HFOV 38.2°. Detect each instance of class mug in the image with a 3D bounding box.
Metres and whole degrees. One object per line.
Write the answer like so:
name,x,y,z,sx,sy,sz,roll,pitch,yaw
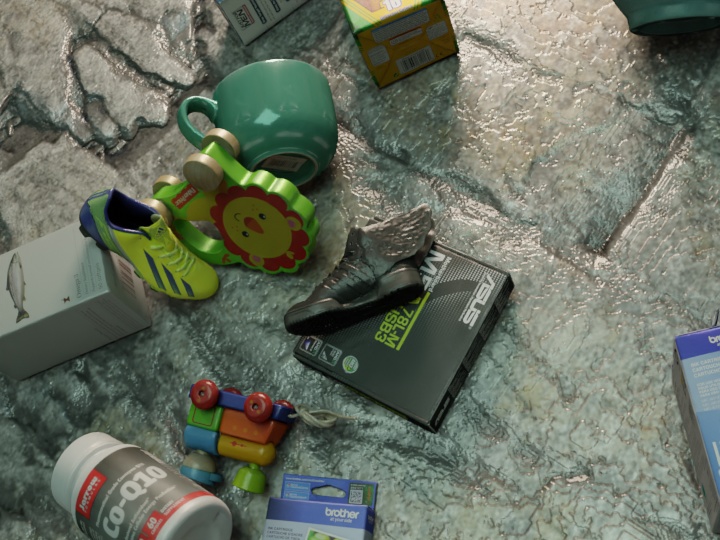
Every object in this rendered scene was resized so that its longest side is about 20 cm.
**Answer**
mug,-0.118,-0.167,1.304,0.184,0.152,0.115,-17,64,12

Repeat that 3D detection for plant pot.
plant pot,0.375,-0.353,1.227,0.198,0.200,0.136,-2,93,16

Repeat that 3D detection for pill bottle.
pill bottle,-0.249,0.265,1.161,0.199,0.114,0.114,22,74,34

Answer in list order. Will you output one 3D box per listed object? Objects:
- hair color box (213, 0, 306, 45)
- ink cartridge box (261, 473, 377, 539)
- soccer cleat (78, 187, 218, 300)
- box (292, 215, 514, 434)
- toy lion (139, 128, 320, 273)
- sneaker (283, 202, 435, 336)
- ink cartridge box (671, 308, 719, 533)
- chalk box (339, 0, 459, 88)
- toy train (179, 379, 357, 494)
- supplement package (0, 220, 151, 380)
hair color box,-0.111,-0.414,1.443,0.199,0.100,0.061,-36,60,-1
ink cartridge box,-0.052,0.320,1.126,0.118,0.042,0.202,2,65,18
soccer cleat,-0.247,-0.029,1.262,0.083,0.200,0.065,-31,35,39
box,0.049,0.058,1.208,0.192,0.048,0.201,25,76,28
toy lion,-0.153,-0.064,1.272,0.200,0.192,0.069,-31,23,44
sneaker,-0.001,-0.001,1.196,0.198,0.060,0.105,-18,63,5
ink cartridge box,0.358,0.141,1.022,0.076,0.137,0.202,-14,63,9
chalk box,0.033,-0.369,1.363,0.124,0.124,0.201,-23,62,6
toy train,-0.110,0.200,1.179,0.198,0.085,0.117,11,80,21
supplement package,-0.386,0.037,1.314,0.199,0.117,0.118,-23,62,7
